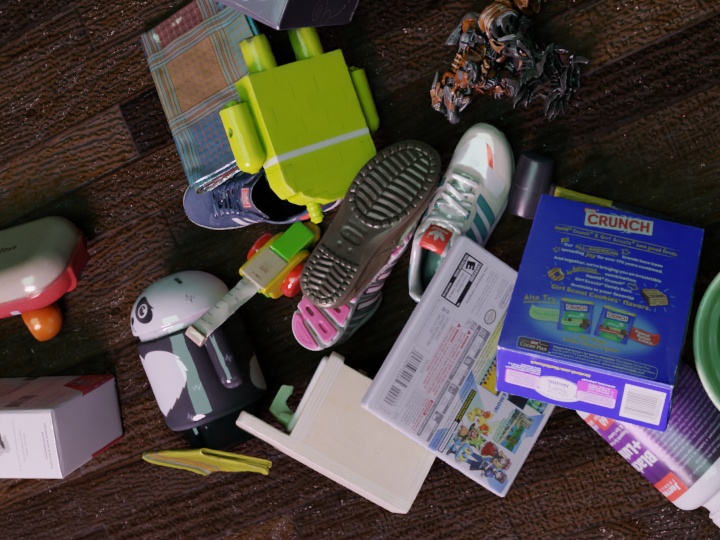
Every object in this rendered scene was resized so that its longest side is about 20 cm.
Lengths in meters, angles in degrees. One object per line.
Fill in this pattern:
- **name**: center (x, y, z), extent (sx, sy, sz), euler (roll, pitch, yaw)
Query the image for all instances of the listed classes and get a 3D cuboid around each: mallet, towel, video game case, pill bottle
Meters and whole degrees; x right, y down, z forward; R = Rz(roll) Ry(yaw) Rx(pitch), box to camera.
- **mallet**: center (0.248, -0.075, 1.520), extent (0.197, 0.041, 0.067), euler (10, 107, 15)
- **towel**: center (-0.172, 0.211, 1.657), extent (0.085, 0.199, 0.018), euler (13, 78, -24)
- **video game case**: center (0.122, 0.097, 1.522), extent (0.181, 0.022, 0.201), euler (33, 81, -16)
- **pill bottle**: center (0.321, 0.165, 1.495), extent (0.200, 0.111, 0.112), euler (43, 112, 9)
- **towel**: center (-0.157, -0.202, 1.628), extent (0.146, 0.022, 0.202), euler (-29, 73, 23)

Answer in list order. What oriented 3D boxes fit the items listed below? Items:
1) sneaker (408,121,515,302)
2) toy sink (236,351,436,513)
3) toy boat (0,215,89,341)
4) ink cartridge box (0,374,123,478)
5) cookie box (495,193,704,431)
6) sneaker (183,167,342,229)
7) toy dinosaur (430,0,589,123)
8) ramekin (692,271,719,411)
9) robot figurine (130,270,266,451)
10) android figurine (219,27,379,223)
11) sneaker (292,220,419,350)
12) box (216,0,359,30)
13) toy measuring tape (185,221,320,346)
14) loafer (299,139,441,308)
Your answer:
- **sneaker**: center (0.100, -0.052, 1.547), extent (0.070, 0.093, 0.202), euler (25, 109, 14)
- **toy sink**: center (-0.019, 0.159, 1.581), extent (0.198, 0.130, 0.113), euler (28, 80, 0)
- **toy boat**: center (-0.396, 0.028, 1.758), extent (0.198, 0.131, 0.132), euler (-14, 125, 23)
- **ink cartridge box**: center (-0.401, 0.182, 1.762), extent (0.197, 0.147, 0.084), euler (-3, 102, 23)
- **cookie box**: center (0.233, 0.036, 1.447), extent (0.169, 0.201, 0.076), euler (13, 142, 12)
- **sneaker**: center (-0.119, -0.082, 1.629), extent (0.198, 0.084, 0.076), euler (-10, 98, 27)
- **toy dinosaur**: center (0.149, -0.225, 1.498), extent (0.136, 0.101, 0.201), euler (51, 134, 28)
- **ramekin**: center (0.425, 0.061, 1.441), extent (0.197, 0.098, 0.203), euler (4, 102, 20)
- **robot figurine**: center (-0.180, 0.101, 1.670), extent (0.149, 0.125, 0.202), euler (-18, 95, 24)
- **android figurine**: center (-0.055, -0.151, 1.552), extent (0.041, 0.181, 0.202), euler (-14, 97, 57)
- **sneaker**: center (0.000, 0.000, 1.612), extent (0.073, 0.087, 0.201), euler (31, 87, 15)
- **box**: center (-0.065, -0.318, 1.500), extent (0.105, 0.200, 0.124), euler (27, 109, 14)
- **toy measuring tape**: center (-0.113, 0.019, 1.618), extent (0.073, 0.200, 0.074), euler (35, 153, 21)
- **loafer**: center (0.011, -0.047, 1.538), extent (0.076, 0.067, 0.201), euler (40, 89, 13)
